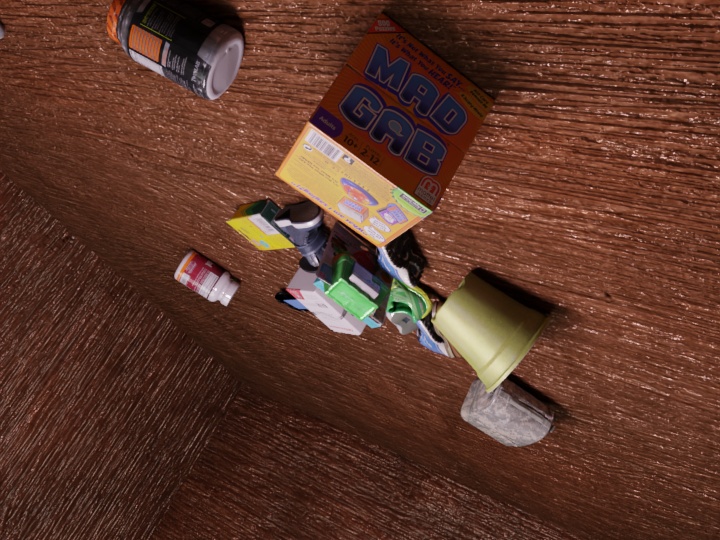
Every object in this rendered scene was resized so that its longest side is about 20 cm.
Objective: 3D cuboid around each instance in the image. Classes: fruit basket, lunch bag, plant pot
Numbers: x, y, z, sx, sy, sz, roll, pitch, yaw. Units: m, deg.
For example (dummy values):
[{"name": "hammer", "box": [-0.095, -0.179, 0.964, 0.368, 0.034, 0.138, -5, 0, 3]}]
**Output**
[{"name": "fruit basket", "box": [0.000, 0.000, 1.535, 0.185, 0.201, 0.094, 38, 131, -16]}, {"name": "lunch bag", "box": [0.391, 0.367, 1.864, 0.199, 0.140, 0.168, 34, 160, -9]}, {"name": "plant pot", "box": [0.252, 0.110, 1.444, 0.184, 0.201, 0.201, 40, 161, 9]}]

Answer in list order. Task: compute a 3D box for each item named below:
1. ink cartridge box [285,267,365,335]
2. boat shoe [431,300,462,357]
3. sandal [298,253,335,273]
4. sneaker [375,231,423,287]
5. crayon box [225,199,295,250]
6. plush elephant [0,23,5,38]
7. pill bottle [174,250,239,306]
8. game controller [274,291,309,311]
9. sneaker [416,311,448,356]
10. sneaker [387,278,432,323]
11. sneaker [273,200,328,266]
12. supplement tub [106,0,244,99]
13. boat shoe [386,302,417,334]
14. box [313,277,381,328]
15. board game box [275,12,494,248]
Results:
[{"name": "ink cartridge box", "box": [-0.083, 0.081, 1.945, 0.146, 0.083, 0.200, 3, 145, 52]}, {"name": "boat shoe", "box": [0.224, 0.136, 1.686, 0.067, 0.073, 0.201, -2, 144, 25]}, {"name": "sandal", "box": [-0.075, -0.035, 1.695, 0.198, 0.076, 0.045, -1, 147, 42]}, {"name": "sneaker", "box": [0.060, -0.035, 1.476, 0.088, 0.079, 0.200, 14, 154, 31]}, {"name": "crayon box", "box": [-0.241, -0.110, 1.774, 0.127, 0.051, 0.199, 43, 156, -27]}, {"name": "plush elephant", "box": [-0.933, -0.556, 1.565, 0.198, 0.156, 0.165, 21, 157, 22]}, {"name": "pill bottle", "box": [-0.509, 0.030, 2.370, 0.199, 0.114, 0.113, 33, 159, -5]}, {"name": "game controller", "box": [-0.186, 0.097, 2.180, 0.104, 0.042, 0.199, 41, 158, -24]}, {"name": "sneaker", "box": [0.169, 0.154, 1.758, 0.088, 0.079, 0.200, 1, 146, 32]}, {"name": "sneaker", "box": [0.072, 0.050, 1.653, 0.199, 0.084, 0.074, 32, 160, 21]}, {"name": "sneaker", "box": [-0.103, -0.080, 1.598, 0.147, 0.077, 0.202, 52, 163, -20]}, {"name": "supplement tub", "box": [-0.301, -0.375, 1.158, 0.199, 0.123, 0.123, 30, 159, 5]}, {"name": "boat shoe", "box": [0.102, 0.103, 1.774, 0.072, 0.070, 0.201, 56, -174, 26]}, {"name": "box", "box": [-0.016, 0.055, 1.797, 0.199, 0.083, 0.049, 37, 158, -16]}, {"name": "board game box", "box": [0.029, -0.189, 1.019, 0.199, 0.201, 0.200, 34, 159, -10]}]
